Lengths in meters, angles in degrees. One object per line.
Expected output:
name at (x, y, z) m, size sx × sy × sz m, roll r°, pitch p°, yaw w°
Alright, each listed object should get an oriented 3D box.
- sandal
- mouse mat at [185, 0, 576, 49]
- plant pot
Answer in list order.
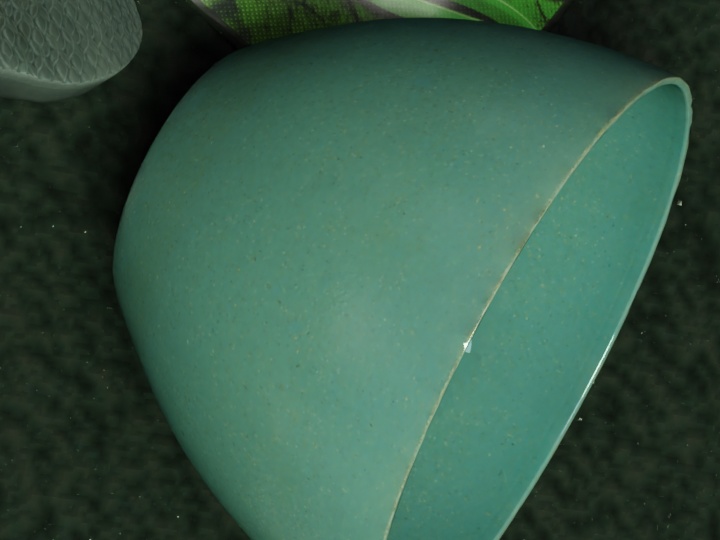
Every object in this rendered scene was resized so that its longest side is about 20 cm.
sandal at (-0.138, -0.079, 0.767) m, size 0.043 × 0.200 × 0.077 m, roll -22°, pitch 88°, yaw 33°
mouse mat at (-0.002, -0.147, 0.863) m, size 0.200 × 0.008 × 0.161 m, roll 41°, pitch 88°, yaw -20°
plant pot at (0.000, 0.000, 0.813) m, size 0.134 × 0.200 × 0.201 m, roll 28°, pitch 92°, yaw 16°
